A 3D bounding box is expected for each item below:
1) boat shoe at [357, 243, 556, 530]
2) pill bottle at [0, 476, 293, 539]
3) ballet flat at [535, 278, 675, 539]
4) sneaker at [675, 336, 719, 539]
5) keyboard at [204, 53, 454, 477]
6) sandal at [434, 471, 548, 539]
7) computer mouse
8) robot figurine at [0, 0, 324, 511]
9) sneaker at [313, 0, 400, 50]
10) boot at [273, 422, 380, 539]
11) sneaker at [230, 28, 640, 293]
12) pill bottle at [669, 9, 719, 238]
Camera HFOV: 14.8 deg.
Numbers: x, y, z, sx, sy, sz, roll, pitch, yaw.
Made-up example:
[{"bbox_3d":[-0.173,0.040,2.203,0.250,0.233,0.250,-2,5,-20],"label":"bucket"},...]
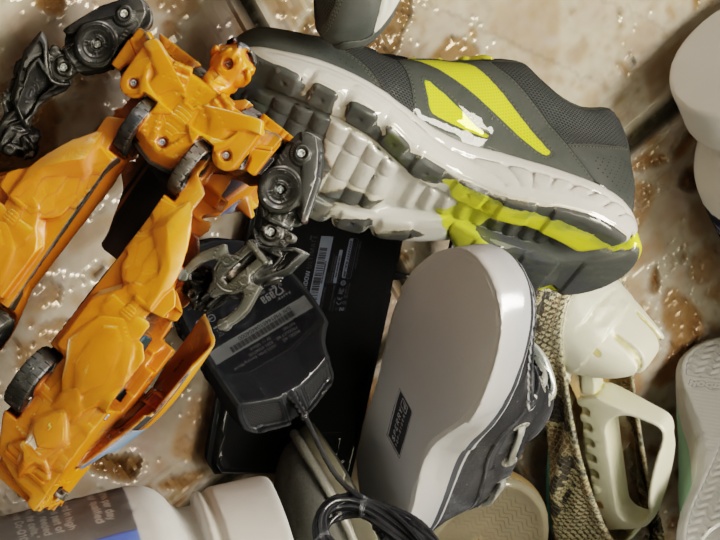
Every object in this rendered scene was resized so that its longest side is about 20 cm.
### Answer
[{"bbox_3d":[0.053,0.052,1.213,0.067,0.072,0.200,-14,147,-23],"label":"boat shoe"},{"bbox_3d":[-0.124,0.154,1.152,0.199,0.114,0.114,-13,117,-9],"label":"pill bottle"},{"bbox_3d":[0.116,0.058,1.320,0.068,0.075,0.201,-35,125,-36],"label":"ballet flat"},{"bbox_3d":[0.194,0.138,1.343,0.073,0.201,0.119,-9,127,10],"label":"sneaker"},{"bbox_3d":[0.000,0.000,1.258,0.126,0.021,0.201,4,108,-28],"label":"keyboard"},{"bbox_3d":[0.032,0.190,1.335,0.080,0.054,0.200,37,88,-37],"label":"sandal"},{"bbox_3d":[-0.021,0.069,1.188,0.058,0.200,0.034,-27,161,-14],"label":"computer mouse"},{"bbox_3d":[-0.105,-0.011,1.128,0.200,0.145,0.058,-52,170,3],"label":"robot figurine"},{"bbox_3d":[-0.028,-0.188,1.123,0.084,0.074,0.201,-7,92,-18],"label":"sneaker"},{"bbox_3d":[-0.075,0.183,1.251,0.199,0.073,0.183,-20,106,-4],"label":"boot"},{"bbox_3d":[0.030,-0.059,1.196,0.199,0.085,0.075,25,137,-15],"label":"sneaker"},{"bbox_3d":[0.228,-0.033,1.330,0.116,0.116,0.200,-41,126,-12],"label":"pill bottle"}]
